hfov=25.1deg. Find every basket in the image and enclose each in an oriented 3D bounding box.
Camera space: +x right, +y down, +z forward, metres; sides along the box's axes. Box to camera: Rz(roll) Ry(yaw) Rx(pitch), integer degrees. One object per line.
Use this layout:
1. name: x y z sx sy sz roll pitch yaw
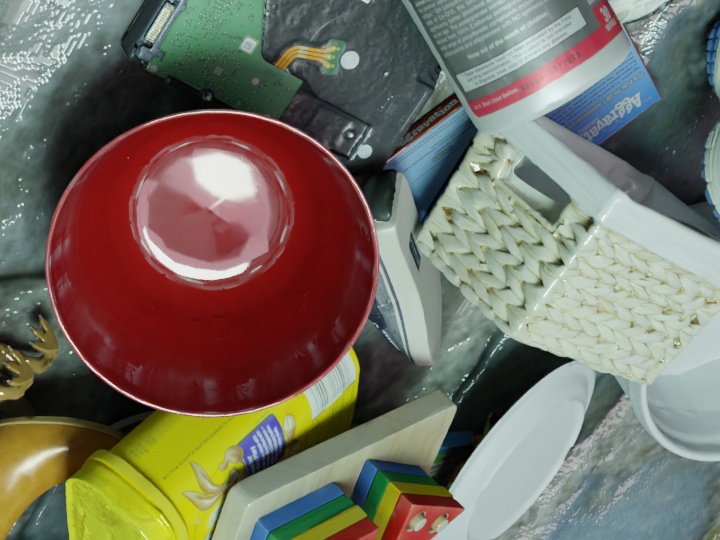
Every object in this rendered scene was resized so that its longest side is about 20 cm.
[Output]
1. basket: 0.155 -0.013 1.118 0.200 0.136 0.123 19 110 -47

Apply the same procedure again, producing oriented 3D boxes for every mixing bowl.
1. mixing bowl: -0.093 -0.019 1.016 0.200 0.108 0.200 -2 111 -5

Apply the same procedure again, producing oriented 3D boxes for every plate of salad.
1. plate of salad: 0.113 0.146 1.267 0.200 0.048 0.200 -40 153 -25

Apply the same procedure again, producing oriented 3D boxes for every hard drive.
1. hard drive: -0.036 -0.155 1.045 0.200 0.038 0.140 23 108 -34

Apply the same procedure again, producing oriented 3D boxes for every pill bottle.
1. pill bottle: 0.073 -0.194 0.993 0.111 0.111 0.200 -32 101 -3

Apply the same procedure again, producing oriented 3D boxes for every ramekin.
1. ramekin: 0.282 0.040 1.268 0.200 0.105 0.200 -11 123 -18

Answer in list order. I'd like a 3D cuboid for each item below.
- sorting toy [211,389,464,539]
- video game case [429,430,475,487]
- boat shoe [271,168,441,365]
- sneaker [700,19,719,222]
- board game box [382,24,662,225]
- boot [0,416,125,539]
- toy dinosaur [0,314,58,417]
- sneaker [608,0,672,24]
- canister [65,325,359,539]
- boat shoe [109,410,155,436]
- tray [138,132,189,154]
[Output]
1. sorting toy: -0.017 0.203 1.106 0.199 0.070 0.200 -20 142 -42
2. video game case: 0.007 0.209 1.257 0.200 0.018 0.143 -55 157 14
3. boat shoe: 0.000 0.000 1.147 0.093 0.075 0.200 -1 142 14
4. sneaker: 0.291 -0.101 1.127 0.077 0.200 0.085 14 157 -36
5. board game box: 0.114 -0.103 1.156 0.200 0.019 0.103 -37 126 0
6. boot: -0.250 0.177 1.054 0.201 0.144 0.071 -8 146 5
7. toy dinosaur: -0.249 0.076 1.091 0.106 0.060 0.200 -22 139 29
8. sneaker: 0.166 -0.203 1.079 0.200 0.078 0.086 -34 97 -1
9. canister: -0.095 0.127 1.084 0.200 0.087 0.149 -41 158 -31
10. boat shoe: -0.098 0.152 1.191 0.202 0.060 0.072 13 113 -30
11. tray: -0.111 -0.010 1.109 0.107 0.022 0.200 -22 126 -10
